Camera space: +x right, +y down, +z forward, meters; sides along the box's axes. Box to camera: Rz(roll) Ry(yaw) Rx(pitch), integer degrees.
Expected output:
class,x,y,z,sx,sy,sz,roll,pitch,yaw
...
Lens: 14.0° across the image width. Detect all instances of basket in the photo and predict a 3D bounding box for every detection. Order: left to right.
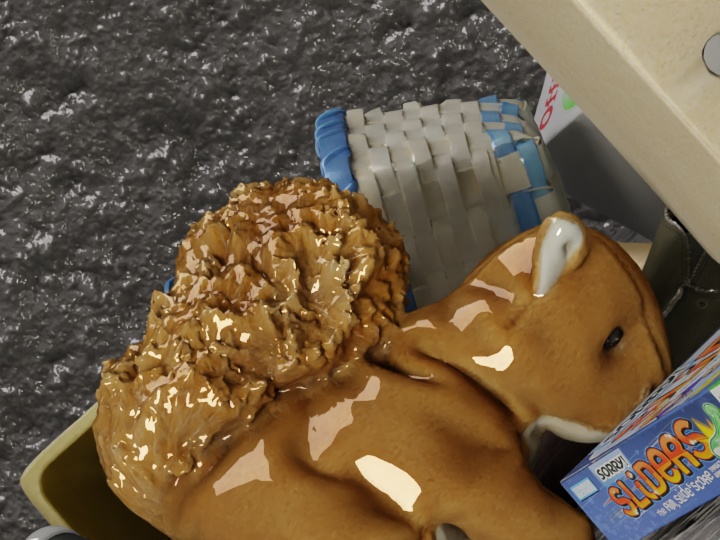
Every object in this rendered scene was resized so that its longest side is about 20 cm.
class,x,y,z,sx,sy,sz,roll,pitch,yaw
basket,0.000,0.000,1.341,0.199,0.140,0.176,-13,13,5

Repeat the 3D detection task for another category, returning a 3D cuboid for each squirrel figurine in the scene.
class,x,y,z,sx,sy,sz,roll,pitch,yaw
squirrel figurine,0.011,0.043,1.079,0.187,0.200,0.142,-51,-6,1

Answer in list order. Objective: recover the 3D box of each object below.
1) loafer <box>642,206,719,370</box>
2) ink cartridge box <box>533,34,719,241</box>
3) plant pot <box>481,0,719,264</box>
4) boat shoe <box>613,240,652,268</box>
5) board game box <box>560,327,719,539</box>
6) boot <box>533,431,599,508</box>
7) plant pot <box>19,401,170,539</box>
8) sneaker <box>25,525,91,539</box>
class,x,y,z,sx,sy,sz,roll,pitch,yaw
loafer,0.161,-0.004,1.322,0.200,0.070,0.075,-43,-1,35
ink cartridge box,0.197,-0.113,1.391,0.200,0.146,0.147,-44,23,52
plant pot,0.149,-0.115,1.023,0.200,0.200,0.177,-42,10,9
boat shoe,0.142,0.014,1.569,0.072,0.076,0.200,-41,-1,-30
board game box,0.169,0.008,1.014,0.200,0.034,0.135,-41,-1,-29
boot,0.026,0.117,1.253,0.200,0.072,0.166,-44,0,31
plant pot,-0.053,0.127,1.813,0.195,0.194,0.200,-42,-6,11
sneaker,-0.134,0.238,1.503,0.099,0.201,0.071,9,10,42
